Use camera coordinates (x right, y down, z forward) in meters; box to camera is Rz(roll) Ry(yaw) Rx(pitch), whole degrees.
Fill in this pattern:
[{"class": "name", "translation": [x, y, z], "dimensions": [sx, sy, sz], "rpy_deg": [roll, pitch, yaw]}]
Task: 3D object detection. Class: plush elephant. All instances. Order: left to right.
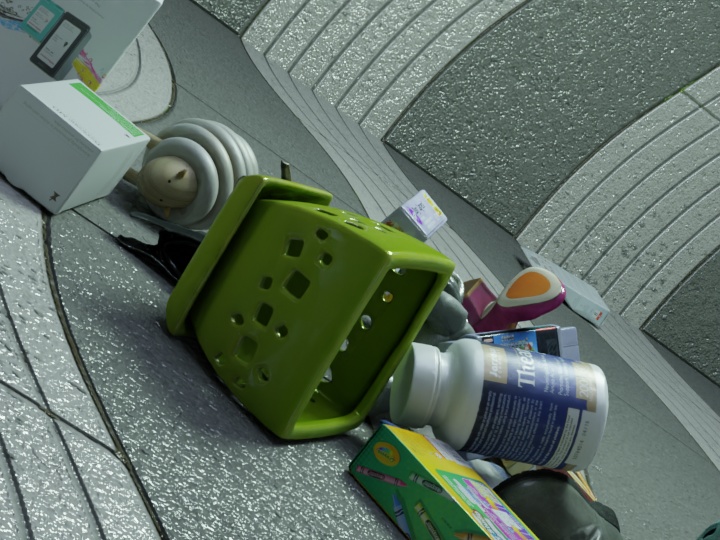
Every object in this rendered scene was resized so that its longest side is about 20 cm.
[{"class": "plush elephant", "translation": [0.055, 0.073, 1.810], "dimensions": [0.199, 0.166, 0.155], "rpy_deg": [13, 3, -39]}]

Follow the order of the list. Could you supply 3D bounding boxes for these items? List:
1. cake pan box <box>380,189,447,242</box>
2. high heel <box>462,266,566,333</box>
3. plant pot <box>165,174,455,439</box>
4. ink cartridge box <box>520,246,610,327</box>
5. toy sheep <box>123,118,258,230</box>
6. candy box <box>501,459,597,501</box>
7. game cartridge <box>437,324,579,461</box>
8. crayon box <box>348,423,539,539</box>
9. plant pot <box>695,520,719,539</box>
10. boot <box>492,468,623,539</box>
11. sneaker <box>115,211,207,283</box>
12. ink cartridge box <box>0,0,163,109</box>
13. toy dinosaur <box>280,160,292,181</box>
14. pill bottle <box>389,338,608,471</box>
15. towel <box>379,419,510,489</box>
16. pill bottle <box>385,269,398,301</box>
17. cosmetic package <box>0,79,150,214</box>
[{"class": "cake pan box", "translation": [0.000, 0.000, 1.811], "dimensions": [0.052, 0.200, 0.184], "rpy_deg": [49, 14, 2]}, {"class": "high heel", "translation": [0.180, 0.054, 1.838], "dimensions": [0.096, 0.067, 0.200], "rpy_deg": [53, -29, -16]}, {"class": "plant pot", "translation": [-0.055, 0.024, 1.554], "dimensions": [0.181, 0.200, 0.199], "rpy_deg": [35, 10, 19]}, {"class": "ink cartridge box", "translation": [0.426, 0.034, 3.536], "dimensions": [0.199, 0.050, 0.162], "rpy_deg": [27, 13, -12]}, {"class": "toy sheep", "translation": [-0.182, -0.110, 1.860], "dimensions": [0.138, 0.138, 0.200], "rpy_deg": [41, 29, 14]}, {"class": "candy box", "translation": [0.203, 0.212, 1.925], "dimensions": [0.115, 0.055, 0.200], "rpy_deg": [47, 8, -18]}, {"class": "game cartridge", "translation": [0.166, 0.127, 1.771], "dimensions": [0.199, 0.130, 0.038], "rpy_deg": [-5, 2, -43]}, {"class": "crayon box", "translation": [0.092, 0.231, 1.516], "dimensions": [0.200, 0.058, 0.119], "rpy_deg": [46, 13, 35]}, {"class": "plant pot", "translation": [0.426, 0.370, 1.727], "dimensions": [0.196, 0.201, 0.200], "rpy_deg": [30, 11, 0]}, {"class": "boot", "translation": [0.218, 0.282, 1.660], "dimensions": [0.200, 0.068, 0.131], "rpy_deg": [29, 31, -39]}, {"class": "sneaker", "translation": [-0.146, 0.007, 1.683], "dimensions": [0.199, 0.060, 0.104], "rpy_deg": [35, 8, 12]}, {"class": "ink cartridge box", "translation": [-0.332, -0.269, 1.834], "dimensions": [0.146, 0.200, 0.147], "rpy_deg": [37, 11, -13]}, {"class": "toy dinosaur", "translation": [-0.085, -0.031, 1.734], "dimensions": [0.088, 0.200, 0.048], "rpy_deg": [20, 45, -18]}, {"class": "pill bottle", "translation": [0.135, 0.129, 1.647], "dimensions": [0.199, 0.111, 0.111], "rpy_deg": [12, 17, -12]}, {"class": "towel", "translation": [0.117, 0.224, 1.731], "dimensions": [0.200, 0.024, 0.147], "rpy_deg": [28, 14, -43]}, {"class": "pill bottle", "translation": [0.087, 0.079, 1.998], "dimensions": [0.111, 0.111, 0.200], "rpy_deg": [26, 16, -48]}, {"class": "cosmetic package", "translation": [-0.296, -0.127, 1.670], "dimensions": [0.107, 0.085, 0.200], "rpy_deg": [39, 9, -1]}]
